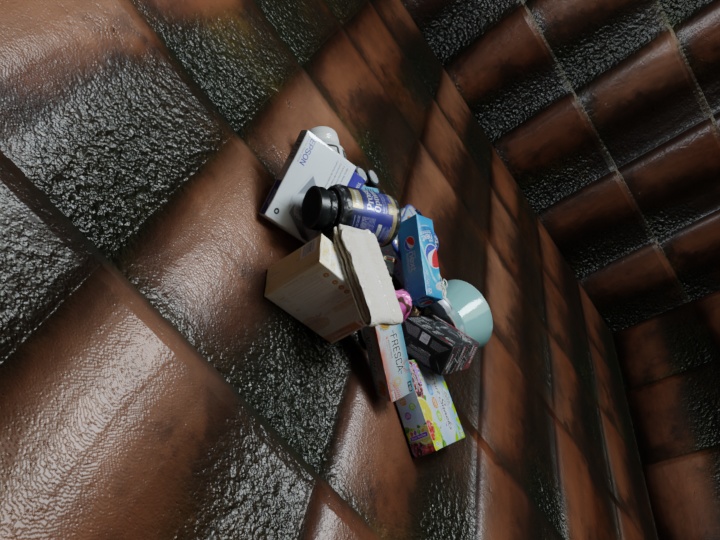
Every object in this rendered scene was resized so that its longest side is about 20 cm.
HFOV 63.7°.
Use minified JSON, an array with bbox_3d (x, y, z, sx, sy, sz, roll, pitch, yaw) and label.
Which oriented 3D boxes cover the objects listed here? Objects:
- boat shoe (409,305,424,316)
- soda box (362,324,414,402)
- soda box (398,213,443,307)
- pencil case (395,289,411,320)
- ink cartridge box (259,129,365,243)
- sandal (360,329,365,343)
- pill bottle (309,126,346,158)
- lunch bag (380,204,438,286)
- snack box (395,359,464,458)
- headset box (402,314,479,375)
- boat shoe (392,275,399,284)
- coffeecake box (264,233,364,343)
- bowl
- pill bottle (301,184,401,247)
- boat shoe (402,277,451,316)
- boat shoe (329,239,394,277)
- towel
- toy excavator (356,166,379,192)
[{"bbox_3d":[0.131,0.097,1.460,0.071,0.070,0.199,50,10,21],"label":"boat shoe"},{"bbox_3d":[0.055,0.168,1.233,0.067,0.063,0.206,-18,104,-29],"label":"soda box"},{"bbox_3d":[0.140,-0.023,1.375,0.063,0.067,0.206,13,63,-41],"label":"soda box"},{"bbox_3d":[0.026,0.056,1.292,0.196,0.095,0.092,21,28,-33],"label":"pencil case"},{"bbox_3d":[-0.090,-0.158,1.243,0.198,0.040,0.204,30,84,-34],"label":"ink cartridge box"},{"bbox_3d":[0.063,0.132,1.376,0.201,0.049,0.084,-6,70,-60],"label":"sandal"},{"bbox_3d":[-0.082,-0.232,1.380,0.115,0.115,0.205,22,47,-48],"label":"pill bottle"},{"bbox_3d":[0.129,-0.065,1.491,0.161,0.075,0.201,49,41,-15],"label":"lunch bag"},{"bbox_3d":[0.152,0.312,1.351,0.167,0.067,0.205,9,59,-57],"label":"snack box"},{"bbox_3d":[0.189,0.176,1.408,0.147,0.079,0.198,31,12,28],"label":"headset box"},{"bbox_3d":[0.090,-0.012,1.530,0.198,0.071,0.077,-3,56,-59],"label":"boat shoe"},{"bbox_3d":[-0.065,0.043,1.138,0.199,0.151,0.075,40,36,-34],"label":"coffeecake box"},{"bbox_3d":[0.243,0.138,1.548,0.104,0.199,0.205,-22,83,-41],"label":"bowl"},{"bbox_3d":[-0.020,-0.116,1.208,0.196,0.112,0.115,7,58,-36],"label":"pill bottle"},{"bbox_3d":[0.189,0.048,1.487,0.075,0.086,0.201,55,-11,-24],"label":"boat shoe"},{"bbox_3d":[-0.007,-0.030,1.280,0.197,0.073,0.065,21,76,-32],"label":"boat shoe"},{"bbox_3d":[0.017,0.009,1.106,0.131,0.034,0.205,5,61,-57],"label":"towel"},{"bbox_3d":[-0.003,-0.146,1.449,0.193,0.099,0.205,-4,69,-60],"label":"toy excavator"}]
